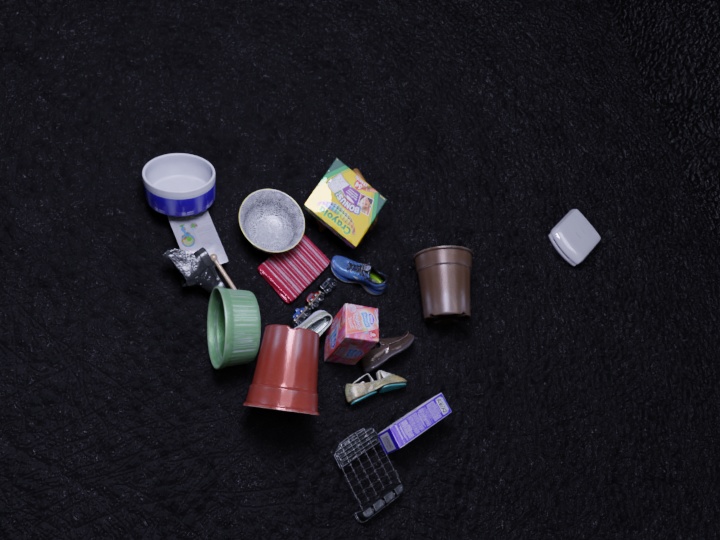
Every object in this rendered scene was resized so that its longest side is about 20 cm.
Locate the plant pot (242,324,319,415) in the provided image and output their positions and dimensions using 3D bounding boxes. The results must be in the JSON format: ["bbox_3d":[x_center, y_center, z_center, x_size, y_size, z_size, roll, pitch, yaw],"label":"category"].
[{"bbox_3d":[-0.185,0.251,1.342,0.193,0.200,0.204,12,74,-16],"label":"plant pot"}]

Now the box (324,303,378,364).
[{"bbox_3d":[-0.028,0.180,1.463,0.099,0.201,0.098,9,60,-18],"label":"box"}]

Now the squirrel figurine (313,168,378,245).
[{"bbox_3d":[-0.050,-0.178,1.663,0.183,0.142,0.204,-28,76,-24],"label":"squirrel figurine"}]

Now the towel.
[{"bbox_3d":[-0.198,-0.012,1.587,0.144,0.023,0.200,44,56,3],"label":"towel"}]

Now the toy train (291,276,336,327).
[{"bbox_3d":[-0.139,0.089,1.557,0.045,0.034,0.201,39,58,2],"label":"toy train"}]

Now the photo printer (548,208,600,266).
[{"bbox_3d":[0.819,-0.123,2.041,0.198,0.070,0.168,-35,83,-32],"label":"photo printer"}]

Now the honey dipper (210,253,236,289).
[{"bbox_3d":[-0.357,0.042,1.464,0.038,0.038,0.203,-36,94,-32],"label":"honey dipper"}]

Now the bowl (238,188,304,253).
[{"bbox_3d":[-0.268,-0.127,1.567,0.193,0.094,0.209,9,64,-18],"label":"bowl"}]

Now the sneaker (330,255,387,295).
[{"bbox_3d":[0.000,0.000,1.624,0.194,0.089,0.081,23,58,-11],"label":"sneaker"}]

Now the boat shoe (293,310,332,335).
[{"bbox_3d":[-0.158,0.182,1.469,0.200,0.062,0.073,-46,103,-20],"label":"boat shoe"}]

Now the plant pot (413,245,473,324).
[{"bbox_3d":[0.266,0.053,1.661,0.192,0.200,0.207,5,71,-20],"label":"plant pot"}]

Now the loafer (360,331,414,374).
[{"bbox_3d":[0.078,0.226,1.561,0.196,0.073,0.072,-27,79,-31],"label":"loafer"}]

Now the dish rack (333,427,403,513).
[{"bbox_3d":[0.018,0.534,1.407,0.150,0.055,0.205,-21,74,-31],"label":"dish rack"}]

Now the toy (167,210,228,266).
[{"bbox_3d":[-0.463,-0.093,1.495,0.112,0.047,0.206,-20,81,-28],"label":"toy"}]

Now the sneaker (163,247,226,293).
[{"bbox_3d":[-0.434,0.021,1.420,0.103,0.059,0.206,-31,109,-26],"label":"sneaker"}]

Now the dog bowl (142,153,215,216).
[{"bbox_3d":[-0.504,-0.242,1.484,0.191,0.081,0.204,7,41,-6],"label":"dog bowl"}]

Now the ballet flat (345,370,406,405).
[{"bbox_3d":[0.043,0.322,1.508,0.193,0.071,0.073,-13,71,-25],"label":"ballet flat"}]

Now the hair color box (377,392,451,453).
[{"bbox_3d":[0.149,0.427,1.478,0.195,0.110,0.066,-22,74,-30],"label":"hair color box"}]

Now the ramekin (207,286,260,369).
[{"bbox_3d":[-0.325,0.145,1.361,0.094,0.200,0.208,1,65,-29],"label":"ramekin"}]

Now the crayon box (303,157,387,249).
[{"bbox_3d":[-0.046,-0.199,1.585,0.198,0.058,0.175,37,78,-6],"label":"crayon box"}]
